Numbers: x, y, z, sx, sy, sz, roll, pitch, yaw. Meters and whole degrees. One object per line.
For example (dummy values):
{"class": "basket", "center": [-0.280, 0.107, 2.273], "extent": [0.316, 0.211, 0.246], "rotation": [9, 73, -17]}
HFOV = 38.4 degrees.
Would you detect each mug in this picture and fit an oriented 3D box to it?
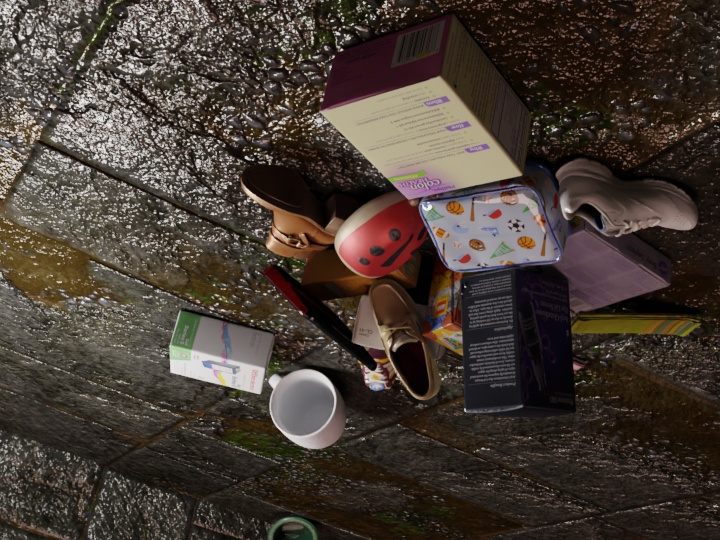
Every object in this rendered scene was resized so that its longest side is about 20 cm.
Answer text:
{"class": "mug", "center": [-0.120, 0.294, 2.233], "extent": [0.199, 0.148, 0.176], "rotation": [36, 169, 24]}

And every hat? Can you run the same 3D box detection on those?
{"class": "hat", "center": [-0.218, 0.836, 3.394], "extent": [0.164, 0.176, 0.201], "rotation": [19, 114, -8]}

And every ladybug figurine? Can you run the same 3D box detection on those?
{"class": "ladybug figurine", "center": [0.038, -0.049, 1.537], "extent": [0.134, 0.073, 0.200], "rotation": [-4, 154, -26]}

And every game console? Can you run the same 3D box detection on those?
{"class": "game console", "center": [-0.069, 0.078, 1.705], "extent": [0.200, 0.031, 0.177], "rotation": [41, -176, -39]}

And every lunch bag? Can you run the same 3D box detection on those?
{"class": "lunch bag", "center": [0.185, -0.069, 1.441], "extent": [0.198, 0.076, 0.161], "rotation": [-4, 133, 32]}

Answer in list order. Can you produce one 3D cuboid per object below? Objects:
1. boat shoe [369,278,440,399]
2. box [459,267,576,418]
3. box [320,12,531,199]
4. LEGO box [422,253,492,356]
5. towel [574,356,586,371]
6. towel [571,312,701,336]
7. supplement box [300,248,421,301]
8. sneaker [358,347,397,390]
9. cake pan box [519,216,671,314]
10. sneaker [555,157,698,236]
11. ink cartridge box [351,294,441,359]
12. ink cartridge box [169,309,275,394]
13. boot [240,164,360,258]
{"class": "boat shoe", "center": [0.070, 0.106, 1.599], "extent": [0.074, 0.201, 0.066], "rotation": [-27, 177, 7]}
{"class": "box", "center": [0.229, 0.109, 1.503], "extent": [0.104, 0.202, 0.147], "rotation": [-12, 164, 40]}
{"class": "box", "center": [0.084, -0.193, 1.264], "extent": [0.175, 0.097, 0.200], "rotation": [-10, 144, 37]}
{"class": "LEGO box", "center": [0.207, 0.067, 1.635], "extent": [0.199, 0.150, 0.077], "rotation": [28, 149, -26]}
{"class": "towel", "center": [0.311, 0.185, 1.948], "extent": [0.143, 0.023, 0.200], "rotation": [21, 151, -16]}
{"class": "towel", "center": [0.441, 0.090, 1.669], "extent": [0.198, 0.018, 0.086], "rotation": [1, 158, -3]}
{"class": "supplement box", "center": [0.000, 0.000, 1.691], "extent": [0.199, 0.067, 0.069], "rotation": [-9, 145, 37]}
{"class": "sneaker", "center": [0.034, 0.178, 1.921], "extent": [0.074, 0.091, 0.200], "rotation": [5, 173, 20]}
{"class": "cake pan box", "center": [0.335, -0.010, 1.545], "extent": [0.199, 0.053, 0.184], "rotation": [28, 151, -26]}
{"class": "sneaker", "center": [0.350, -0.080, 1.369], "extent": [0.198, 0.088, 0.075], "rotation": [13, 151, -3]}
{"class": "ink cartridge box", "center": [0.074, 0.094, 1.736], "extent": [0.146, 0.087, 0.200], "rotation": [10, 177, 7]}
{"class": "ink cartridge box", "center": [-0.282, 0.168, 2.104], "extent": [0.198, 0.088, 0.146], "rotation": [13, 152, -4]}
{"class": "boot", "center": [-0.115, -0.079, 1.578], "extent": [0.198, 0.074, 0.155], "rotation": [21, 147, -21]}
